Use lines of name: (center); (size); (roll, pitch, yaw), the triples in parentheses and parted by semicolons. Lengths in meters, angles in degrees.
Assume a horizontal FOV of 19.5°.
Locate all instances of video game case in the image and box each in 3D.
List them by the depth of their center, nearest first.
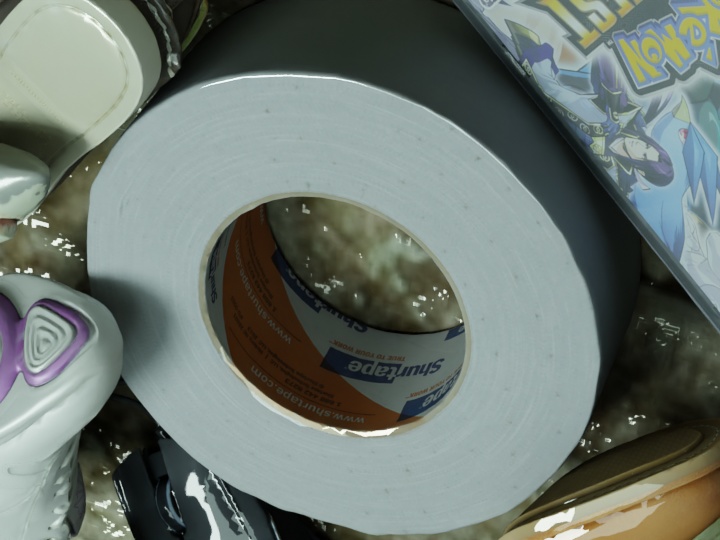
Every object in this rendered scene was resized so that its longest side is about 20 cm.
video game case: (0.133, -0.061, 0.635); (0.181, 0.025, 0.200); (51, 148, 0)

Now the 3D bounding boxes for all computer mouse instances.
computer mouse: (-0.090, 0.117, 0.904); (0.139, 0.046, 0.201); (-17, 115, 31)

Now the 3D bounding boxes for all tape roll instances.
tape roll: (0.000, 0.000, 0.773); (0.198, 0.066, 0.202); (11, 126, 16)

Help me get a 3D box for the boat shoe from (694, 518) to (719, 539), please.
boat shoe: (0.089, 0.141, 0.831); (0.200, 0.073, 0.063); (-39, 98, 30)

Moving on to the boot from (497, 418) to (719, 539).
boot: (0.091, 0.157, 0.743); (0.200, 0.077, 0.156); (-39, 84, 25)

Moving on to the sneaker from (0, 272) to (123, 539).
sneaker: (-0.136, 0.064, 0.831); (0.099, 0.075, 0.200); (24, 145, -28)

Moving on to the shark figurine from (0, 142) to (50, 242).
shark figurine: (-0.220, -0.038, 0.762); (0.212, 0.128, 0.090); (-5, 86, -7)

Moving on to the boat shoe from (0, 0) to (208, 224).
boat shoe: (-0.121, -0.070, 0.773); (0.072, 0.060, 0.200); (48, 144, -12)
